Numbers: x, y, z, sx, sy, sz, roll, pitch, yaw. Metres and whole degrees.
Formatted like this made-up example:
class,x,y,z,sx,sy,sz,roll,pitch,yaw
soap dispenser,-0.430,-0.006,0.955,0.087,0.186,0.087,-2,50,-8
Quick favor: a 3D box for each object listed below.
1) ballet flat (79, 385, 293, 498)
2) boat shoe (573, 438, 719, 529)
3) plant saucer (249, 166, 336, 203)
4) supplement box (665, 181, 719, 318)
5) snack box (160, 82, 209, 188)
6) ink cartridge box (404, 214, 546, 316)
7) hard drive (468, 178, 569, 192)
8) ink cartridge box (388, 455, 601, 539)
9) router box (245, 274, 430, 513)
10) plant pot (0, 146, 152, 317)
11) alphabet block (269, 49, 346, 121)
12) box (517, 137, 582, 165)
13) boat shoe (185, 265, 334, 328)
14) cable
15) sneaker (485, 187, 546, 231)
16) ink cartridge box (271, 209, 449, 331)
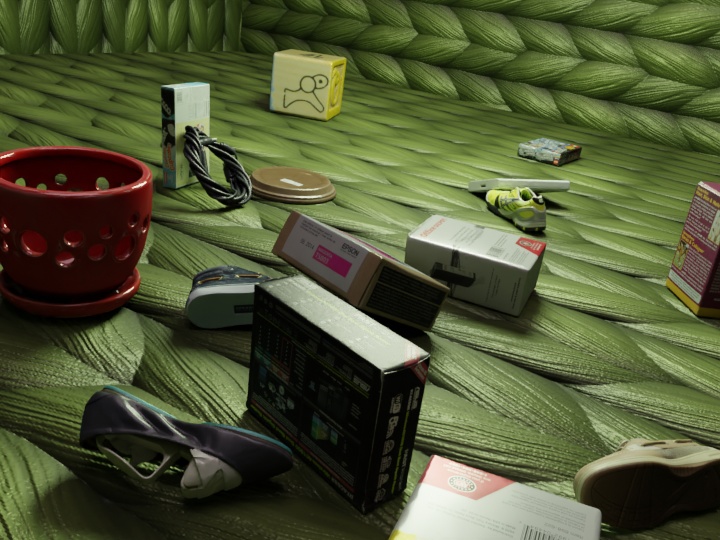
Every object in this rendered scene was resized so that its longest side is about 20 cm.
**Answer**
class,x,y,z,sx,sy,sz,roll,pitch,yaw
ballet flat,-0.163,0.166,0.634,0.199,0.073,0.073,17,23,5
boat shoe,0.281,0.201,0.692,0.199,0.072,0.065,0,15,-25
plant saucer,-0.150,-0.188,1.521,0.199,0.030,0.200,8,23,-3
supplement box,0.617,-0.033,1.189,0.103,0.201,0.131,6,24,-3
snack box,-0.356,-0.277,1.434,0.037,0.201,0.116,13,22,21
ink cartridge box,0.184,-0.014,1.145,0.199,0.084,0.144,18,25,19
hard drive,0.379,-0.202,1.684,0.199,0.026,0.132,-1,4,-23
ink cartridge box,0.085,0.240,0.505,0.145,0.084,0.200,16,24,18
router box,-0.031,0.111,0.686,0.062,0.150,0.200,-12,31,-40
plant pot,-0.372,-0.048,0.905,0.200,0.183,0.201,7,22,-3
alphabet block,-0.173,-0.615,2.318,0.199,0.196,0.196,12,25,8
box,0.595,-0.374,2.204,0.137,0.040,0.200,21,26,30
boat shoe,-0.131,0.030,0.947,0.200,0.071,0.091,2,27,-10
cable,-0.282,-0.208,1.382,0.163,0.051,0.200,43,21,-39
sneaker,0.345,-0.149,1.533,0.075,0.077,0.200,-5,23,-24
ink cartridge box,0.000,0.000,0.987,0.200,0.075,0.165,31,5,42
